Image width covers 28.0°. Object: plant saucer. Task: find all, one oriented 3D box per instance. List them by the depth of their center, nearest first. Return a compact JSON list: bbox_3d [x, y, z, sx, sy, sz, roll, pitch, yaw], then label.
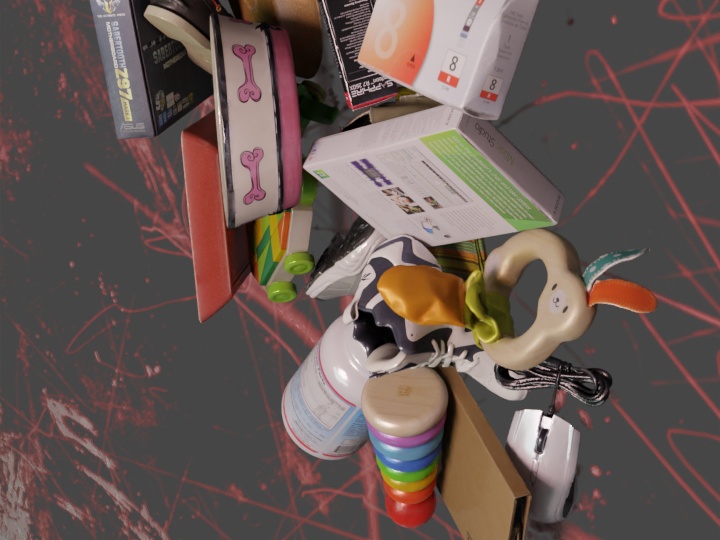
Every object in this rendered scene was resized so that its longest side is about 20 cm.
[{"bbox_3d":[-0.098,-0.282,1.442,0.201,0.035,0.202,54,157,35],"label":"plant saucer"},{"bbox_3d":[-0.148,-0.065,1.569,0.200,0.036,0.203,-70,-24,-76],"label":"plant saucer"}]

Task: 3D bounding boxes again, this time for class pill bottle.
[{"bbox_3d":[-0.004,0.110,1.508,0.109,0.108,0.200,57,144,16],"label":"pill bottle"}]

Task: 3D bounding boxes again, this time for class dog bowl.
[{"bbox_3d":[-0.099,-0.143,1.366,0.200,0.073,0.203,175,90,-84],"label":"dog bowl"}]

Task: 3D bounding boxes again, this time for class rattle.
[{"bbox_3d":[0.133,0.007,1.222,0.142,0.131,0.199,36,163,-24],"label":"rattle"}]

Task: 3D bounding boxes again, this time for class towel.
[{"bbox_3d":[0.075,-0.076,1.376,0.086,0.018,0.203,6,113,52],"label":"towel"}]

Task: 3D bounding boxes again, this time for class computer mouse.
[{"bbox_3d":[0.170,0.166,1.333,0.108,0.044,0.202,14,126,21],"label":"computer mouse"}]

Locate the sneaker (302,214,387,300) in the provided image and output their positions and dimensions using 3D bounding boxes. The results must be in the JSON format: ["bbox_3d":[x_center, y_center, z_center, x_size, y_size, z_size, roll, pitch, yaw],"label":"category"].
[{"bbox_3d":[0.000,0.000,1.478,0.079,0.075,0.200,33,159,-11],"label":"sneaker"}]

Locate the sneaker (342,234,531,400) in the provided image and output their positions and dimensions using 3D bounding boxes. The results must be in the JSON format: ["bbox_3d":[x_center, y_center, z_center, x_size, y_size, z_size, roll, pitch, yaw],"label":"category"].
[{"bbox_3d":[0.064,0.076,1.335,0.199,0.130,0.079,48,145,-11],"label":"sneaker"}]

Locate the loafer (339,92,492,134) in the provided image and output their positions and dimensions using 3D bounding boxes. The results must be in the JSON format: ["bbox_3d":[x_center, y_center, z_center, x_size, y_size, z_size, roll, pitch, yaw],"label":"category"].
[{"bbox_3d":[0.047,-0.122,1.314,0.199,0.069,0.076,-5,103,58],"label":"loafer"}]

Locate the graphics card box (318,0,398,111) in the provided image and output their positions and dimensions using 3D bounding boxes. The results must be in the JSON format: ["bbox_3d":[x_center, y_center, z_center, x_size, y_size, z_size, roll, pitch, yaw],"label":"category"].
[{"bbox_3d":[-0.015,-0.251,1.323,0.125,0.050,0.203,-95,-11,-83],"label":"graphics card box"}]

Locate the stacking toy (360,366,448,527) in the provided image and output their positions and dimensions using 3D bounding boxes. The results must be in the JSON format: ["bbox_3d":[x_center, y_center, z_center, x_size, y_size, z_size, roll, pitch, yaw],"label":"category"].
[{"bbox_3d":[0.050,0.186,1.440,0.085,0.085,0.202,39,150,36],"label":"stacking toy"}]

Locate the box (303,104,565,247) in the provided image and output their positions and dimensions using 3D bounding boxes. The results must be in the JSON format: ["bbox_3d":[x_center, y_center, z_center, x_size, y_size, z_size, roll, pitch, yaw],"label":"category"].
[{"bbox_3d":[0.063,-0.079,1.282,0.199,0.037,0.144,-7,142,48],"label":"box"}]

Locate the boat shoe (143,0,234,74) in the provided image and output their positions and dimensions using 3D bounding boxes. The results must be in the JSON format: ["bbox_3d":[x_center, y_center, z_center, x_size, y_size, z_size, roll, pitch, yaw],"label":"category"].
[{"bbox_3d":[-0.152,-0.244,1.496,0.073,0.064,0.201,20,170,26],"label":"boat shoe"}]

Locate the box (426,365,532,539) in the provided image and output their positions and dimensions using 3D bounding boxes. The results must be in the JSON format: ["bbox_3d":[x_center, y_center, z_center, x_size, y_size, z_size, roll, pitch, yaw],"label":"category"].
[{"bbox_3d":[0.108,0.197,1.410,0.201,0.021,0.165,-119,22,-43],"label":"box"}]

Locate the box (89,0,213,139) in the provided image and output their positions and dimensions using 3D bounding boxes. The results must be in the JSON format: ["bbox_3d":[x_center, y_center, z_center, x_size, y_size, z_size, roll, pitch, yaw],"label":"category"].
[{"bbox_3d":[-0.211,-0.244,1.529,0.050,0.200,0.160,-2,111,18],"label":"box"}]

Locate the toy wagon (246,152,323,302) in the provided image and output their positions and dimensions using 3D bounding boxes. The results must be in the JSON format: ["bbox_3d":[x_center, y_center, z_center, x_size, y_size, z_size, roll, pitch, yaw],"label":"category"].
[{"bbox_3d":[-0.078,-0.067,1.512,0.200,0.039,0.157,124,142,-58],"label":"toy wagon"}]

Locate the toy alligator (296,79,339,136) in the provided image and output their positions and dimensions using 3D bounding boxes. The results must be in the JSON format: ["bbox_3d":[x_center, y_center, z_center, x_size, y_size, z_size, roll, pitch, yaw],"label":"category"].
[{"bbox_3d":[-0.097,-0.174,1.508,0.054,0.060,0.199,43,160,-33],"label":"toy alligator"}]

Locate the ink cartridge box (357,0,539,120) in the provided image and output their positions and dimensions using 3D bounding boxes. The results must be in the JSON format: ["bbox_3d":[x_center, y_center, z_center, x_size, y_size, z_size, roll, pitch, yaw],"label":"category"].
[{"bbox_3d":[0.083,-0.239,1.166,0.162,0.050,0.203,33,112,52],"label":"ink cartridge box"}]
